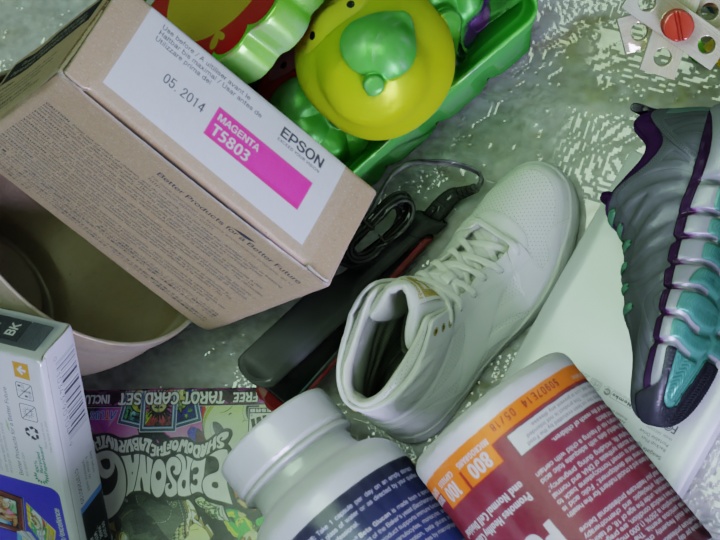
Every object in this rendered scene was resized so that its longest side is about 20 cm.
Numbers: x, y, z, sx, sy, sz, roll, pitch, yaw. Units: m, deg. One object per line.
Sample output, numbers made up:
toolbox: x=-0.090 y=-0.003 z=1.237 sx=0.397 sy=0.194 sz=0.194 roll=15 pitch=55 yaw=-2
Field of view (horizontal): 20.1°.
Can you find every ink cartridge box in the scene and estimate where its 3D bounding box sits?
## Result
ink cartridge box: x=-0.256 y=0.102 z=1.272 sx=0.199 sy=0.199 sz=0.043 roll=12 pitch=38 yaw=22
ink cartridge box: x=-0.115 y=-0.061 z=1.207 sx=0.200 sy=0.165 sz=0.075 roll=40 pitch=61 yaw=-19

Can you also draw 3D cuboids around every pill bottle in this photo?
pill bottle: x=0.008 y=0.172 z=1.222 sx=0.111 sy=0.111 sz=0.200 roll=-42 pitch=76 yaw=7
pill bottle: x=0.133 y=0.157 z=1.166 sx=0.114 sy=0.114 sz=0.200 roll=-40 pitch=77 yaw=8

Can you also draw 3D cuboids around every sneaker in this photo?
sneaker: x=0.060 y=0.012 z=1.244 sx=0.073 sy=0.116 sz=0.201 roll=31 pitch=89 yaw=23
sneaker: x=0.178 y=-0.005 z=1.212 sx=0.087 sy=0.074 sz=0.201 roll=8 pitch=72 yaw=34

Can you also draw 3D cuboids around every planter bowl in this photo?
planter bowl: x=-0.213 y=-0.012 z=1.317 sx=0.135 sy=0.200 sz=0.201 roll=-35 pitch=68 yaw=38

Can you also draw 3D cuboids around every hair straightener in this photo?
hair straightener: x=0.000 y=0.000 z=1.271 sx=0.200 sy=0.077 sz=0.041 roll=-43 pitch=54 yaw=-7

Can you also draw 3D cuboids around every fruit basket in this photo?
fruit basket: x=0.003 y=-0.138 z=1.248 sx=0.215 sy=0.216 sz=0.156 roll=-40 pitch=70 yaw=7

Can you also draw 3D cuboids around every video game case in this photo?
video game case: x=-0.139 y=0.168 z=1.323 sx=0.199 sy=0.036 sz=0.182 roll=-1 pitch=80 yaw=19

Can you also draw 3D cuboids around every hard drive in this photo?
hard drive: x=0.175 y=0.043 z=1.245 sx=0.132 sy=0.027 sz=0.201 roll=29 pitch=90 yaw=21

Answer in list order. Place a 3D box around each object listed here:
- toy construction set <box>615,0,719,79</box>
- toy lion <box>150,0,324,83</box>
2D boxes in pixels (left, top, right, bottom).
toy construction set: x=0.211 y=-0.157 z=1.197 sx=0.092 sy=0.200 sz=0.131 roll=-35 pitch=101 yaw=22
toy lion: x=-0.092 y=-0.183 z=1.255 sx=0.199 sy=0.069 sz=0.193 roll=-20 pitch=50 yaw=39
